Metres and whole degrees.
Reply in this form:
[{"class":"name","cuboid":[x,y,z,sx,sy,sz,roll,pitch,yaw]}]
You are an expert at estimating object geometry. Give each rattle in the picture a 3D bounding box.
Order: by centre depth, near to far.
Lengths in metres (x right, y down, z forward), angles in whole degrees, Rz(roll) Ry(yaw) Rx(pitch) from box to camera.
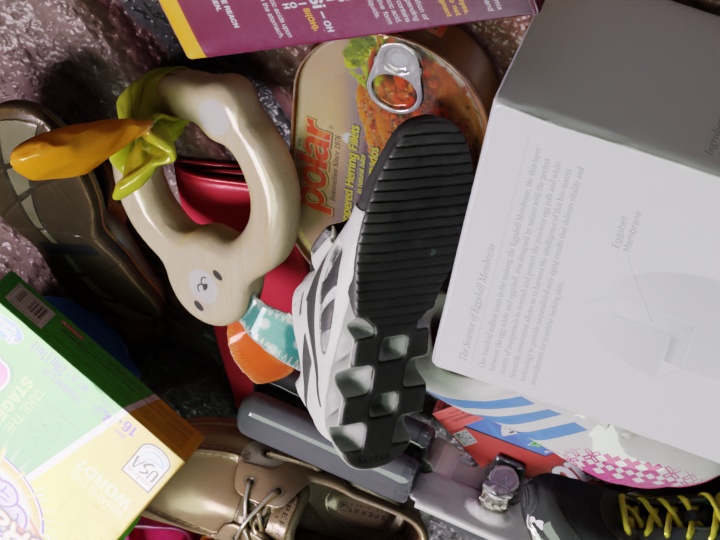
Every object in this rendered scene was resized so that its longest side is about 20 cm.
[{"class":"rattle","cuboid":[-0.099,-0.002,1.543,0.129,0.143,0.201,0,113,21]}]

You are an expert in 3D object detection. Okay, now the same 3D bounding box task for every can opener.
[{"class":"can opener","cuboid":[0.020,0.119,1.672,0.199,0.053,0.067,25,139,2]}]

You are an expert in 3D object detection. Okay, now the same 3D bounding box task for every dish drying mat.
[{"class":"dish drying mat","cuboid":[-0.058,0.017,1.661,0.076,0.018,0.201,6,135,21]}]

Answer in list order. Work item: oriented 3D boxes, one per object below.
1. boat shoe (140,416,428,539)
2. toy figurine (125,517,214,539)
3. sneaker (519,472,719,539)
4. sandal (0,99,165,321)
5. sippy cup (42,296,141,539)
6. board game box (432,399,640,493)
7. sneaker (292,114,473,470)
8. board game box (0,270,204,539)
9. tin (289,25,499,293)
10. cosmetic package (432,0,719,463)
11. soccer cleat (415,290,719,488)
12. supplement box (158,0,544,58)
[{"class":"boat shoe","cuboid":[-0.054,0.137,1.689,0.199,0.065,0.072,8,109,-18]},{"class":"toy figurine","cuboid":[-0.097,0.217,1.752,0.199,0.185,0.151,9,135,17]},{"class":"sneaker","cuboid":[0.182,0.153,1.635,0.199,0.075,0.085,23,129,-30]},{"class":"sandal","cuboid":[-0.163,-0.041,1.635,0.081,0.055,0.200,4,148,30]},{"class":"sippy cup","cuboid":[-0.208,0.088,1.727,0.177,0.140,0.130,33,127,-21]},{"class":"board game box","cuboid":[0.147,0.085,1.630,0.199,0.019,0.103,-23,120,39]},{"class":"sneaker","cuboid":[0.000,0.000,1.512,0.088,0.074,0.201,39,121,47]},{"class":"board game box","cuboid":[-0.211,0.123,1.654,0.153,0.040,0.200,40,114,-1]},{"class":"tin","cuboid":[0.017,-0.063,1.534,0.111,0.042,0.201,14,137,7]},{"class":"cosmetic package","cuboid":[0.159,-0.023,1.443,0.199,0.123,0.200,19,137,6]},{"class":"soccer cleat","cuboid":[0.116,0.066,1.549,0.199,0.070,0.086,18,159,9]},{"class":"supplement box","cuboid":[0.001,-0.179,1.375,0.199,0.111,0.086,-5,130,29]}]
